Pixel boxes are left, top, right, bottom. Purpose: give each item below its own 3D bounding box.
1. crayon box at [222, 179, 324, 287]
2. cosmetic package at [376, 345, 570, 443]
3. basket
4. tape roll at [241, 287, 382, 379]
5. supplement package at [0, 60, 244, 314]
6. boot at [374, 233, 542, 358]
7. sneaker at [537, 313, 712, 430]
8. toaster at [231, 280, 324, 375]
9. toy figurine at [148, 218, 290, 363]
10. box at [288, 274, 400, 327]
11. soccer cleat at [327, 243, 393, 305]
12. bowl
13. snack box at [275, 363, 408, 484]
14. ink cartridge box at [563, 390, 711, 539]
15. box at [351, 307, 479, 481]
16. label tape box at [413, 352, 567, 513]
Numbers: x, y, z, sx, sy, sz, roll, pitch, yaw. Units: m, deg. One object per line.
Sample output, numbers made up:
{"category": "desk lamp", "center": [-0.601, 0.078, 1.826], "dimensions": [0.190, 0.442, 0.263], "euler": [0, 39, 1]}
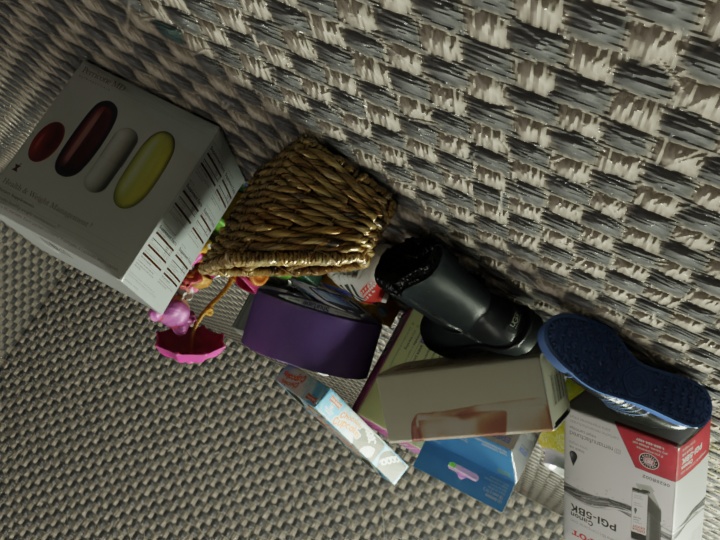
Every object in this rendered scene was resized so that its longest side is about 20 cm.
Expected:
{"category": "crayon box", "center": [-0.143, -0.057, 1.070], "dimensions": [0.126, 0.052, 0.200], "euler": [18, 162, 39]}
{"category": "cosmetic package", "center": [0.133, 0.145, 0.913], "dimensions": [0.200, 0.087, 0.103], "euler": [-10, 180, 28]}
{"category": "basket", "center": [-0.065, -0.028, 0.810], "dimensions": [0.143, 0.149, 0.200], "euler": [34, 165, -16]}
{"category": "tape roll", "center": [-0.073, 0.094, 1.171], "dimensions": [0.200, 0.085, 0.200], "euler": [16, -179, 0]}
{"category": "supplement package", "center": [-0.275, -0.093, 0.898], "dimensions": [0.191, 0.200, 0.147], "euler": [26, 166, 10]}
{"category": "boot", "center": [0.082, 0.029, 0.861], "dimensions": [0.168, 0.077, 0.200], "euler": [34, 163, -22]}
{"category": "sneaker", "center": [0.262, 0.113, 0.810], "dimensions": [0.200, 0.070, 0.078], "euler": [30, 160, -6]}
{"category": "toaster", "center": [-0.132, 0.105, 1.487], "dimensions": [0.200, 0.119, 0.181], "euler": [38, 163, -30]}
{"category": "toy figurine", "center": [-0.215, 0.031, 1.036], "dimensions": [0.150, 0.184, 0.200], "euler": [17, 161, 42]}
{"category": "box", "center": [-0.048, 0.021, 1.178], "dimensions": [0.200, 0.042, 0.119], "euler": [15, 161, 40]}
{"category": "soccer cleat", "center": [0.000, 0.000, 0.954], "dimensions": [0.085, 0.069, 0.200], "euler": [26, 171, -1]}
{"category": "bowl", "center": [0.313, 0.239, 1.078], "dimensions": [0.200, 0.108, 0.200], "euler": [27, 166, 8]}
{"category": "snack box", "center": [-0.026, 0.218, 1.102], "dimensions": [0.200, 0.037, 0.116], "euler": [50, 163, -31]}
{"category": "ink cartridge box", "center": [0.326, 0.254, 0.929], "dimensions": [0.147, 0.083, 0.200], "euler": [15, 118, 44]}
{"category": "box", "center": [0.114, 0.180, 1.126], "dimensions": [0.200, 0.176, 0.097], "euler": [29, 166, -1]}
{"category": "label tape box", "center": [0.157, 0.183, 0.998], "dimensions": [0.144, 0.200, 0.063], "euler": [19, 163, 36]}
